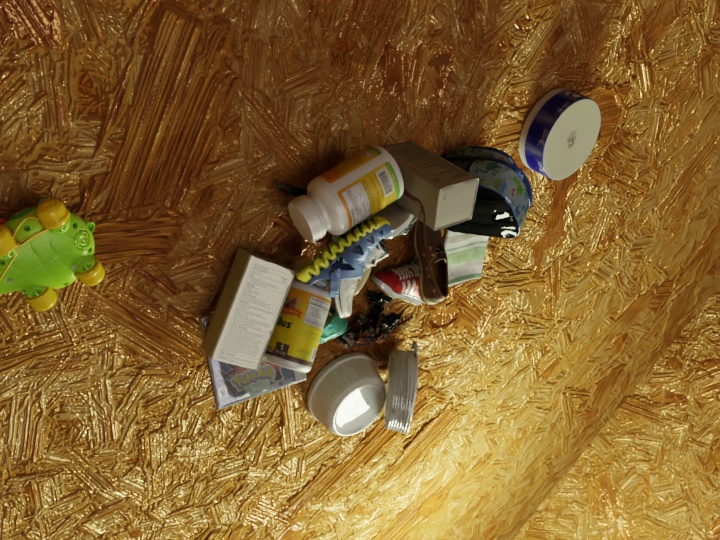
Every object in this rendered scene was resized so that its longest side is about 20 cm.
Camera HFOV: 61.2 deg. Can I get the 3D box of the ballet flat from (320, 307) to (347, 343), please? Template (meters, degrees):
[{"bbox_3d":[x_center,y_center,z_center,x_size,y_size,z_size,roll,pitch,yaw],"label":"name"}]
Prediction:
[{"bbox_3d":[-0.120,0.142,1.315,0.198,0.067,0.071,-31,111,-18],"label":"ballet flat"}]

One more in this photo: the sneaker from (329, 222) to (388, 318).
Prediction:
[{"bbox_3d":[0.000,0.000,1.197,0.113,0.076,0.204,0,110,3],"label":"sneaker"}]

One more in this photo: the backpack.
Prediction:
[{"bbox_3d":[0.264,-0.169,1.296,0.148,0.198,0.184,-56,139,-20],"label":"backpack"}]

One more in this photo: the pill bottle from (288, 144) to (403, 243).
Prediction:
[{"bbox_3d":[-0.028,-0.135,1.106,0.199,0.111,0.112,-33,135,-19],"label":"pill bottle"}]

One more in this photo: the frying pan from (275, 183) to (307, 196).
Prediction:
[{"bbox_3d":[-0.083,-0.126,1.166,0.187,0.031,0.117,-11,125,-29],"label":"frying pan"}]

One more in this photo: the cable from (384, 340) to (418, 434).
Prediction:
[{"bbox_3d":[0.098,0.296,1.502,0.068,0.201,0.203,7,119,0],"label":"cable"}]

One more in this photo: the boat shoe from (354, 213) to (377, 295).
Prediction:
[{"bbox_3d":[-0.012,-0.045,1.261,0.064,0.071,0.203,7,104,-37],"label":"boat shoe"}]

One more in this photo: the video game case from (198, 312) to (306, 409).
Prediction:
[{"bbox_3d":[-0.210,0.158,1.214,0.197,0.023,0.186,-14,99,-31],"label":"video game case"}]

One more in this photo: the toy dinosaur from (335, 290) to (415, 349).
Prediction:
[{"bbox_3d":[0.037,0.124,1.421,0.199,0.102,0.137,-33,154,-41],"label":"toy dinosaur"}]

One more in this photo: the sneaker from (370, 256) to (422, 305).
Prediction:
[{"bbox_3d":[0.108,0.009,1.389,0.199,0.071,0.113,18,111,-53],"label":"sneaker"}]

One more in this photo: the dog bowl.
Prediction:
[{"bbox_3d":[0.474,-0.322,1.445,0.198,0.079,0.203,-21,130,-26],"label":"dog bowl"}]

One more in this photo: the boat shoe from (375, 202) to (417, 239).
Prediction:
[{"bbox_3d":[0.079,-0.104,1.228,0.201,0.070,0.069,-62,150,-54],"label":"boat shoe"}]

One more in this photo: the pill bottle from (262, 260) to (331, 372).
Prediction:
[{"bbox_3d":[-0.121,0.089,1.191,0.109,0.108,0.203,26,77,-46],"label":"pill bottle"}]

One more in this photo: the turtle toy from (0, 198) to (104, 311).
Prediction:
[{"bbox_3d":[-0.475,-0.025,0.868,0.198,0.101,0.147,-30,135,-18],"label":"turtle toy"}]

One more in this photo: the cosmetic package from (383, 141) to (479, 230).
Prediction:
[{"bbox_3d":[0.122,-0.168,1.179,0.102,0.200,0.089,-16,128,-29],"label":"cosmetic package"}]

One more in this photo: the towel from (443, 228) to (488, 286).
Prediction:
[{"bbox_3d":[0.261,-0.057,1.498,0.147,0.031,0.203,-15,128,-32],"label":"towel"}]

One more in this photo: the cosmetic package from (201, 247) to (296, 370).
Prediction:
[{"bbox_3d":[-0.209,0.072,1.133,0.102,0.073,0.203,21,91,-33],"label":"cosmetic package"}]

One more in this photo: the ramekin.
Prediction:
[{"bbox_3d":[-0.025,0.309,1.478,0.200,0.094,0.205,-21,131,-26],"label":"ramekin"}]

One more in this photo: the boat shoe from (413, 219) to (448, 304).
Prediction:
[{"bbox_3d":[0.166,-0.028,1.347,0.071,0.067,0.204,0,82,-29],"label":"boat shoe"}]

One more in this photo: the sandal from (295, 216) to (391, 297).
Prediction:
[{"bbox_3d":[-0.020,-0.022,1.127,0.199,0.080,0.087,-36,102,12],"label":"sandal"}]
